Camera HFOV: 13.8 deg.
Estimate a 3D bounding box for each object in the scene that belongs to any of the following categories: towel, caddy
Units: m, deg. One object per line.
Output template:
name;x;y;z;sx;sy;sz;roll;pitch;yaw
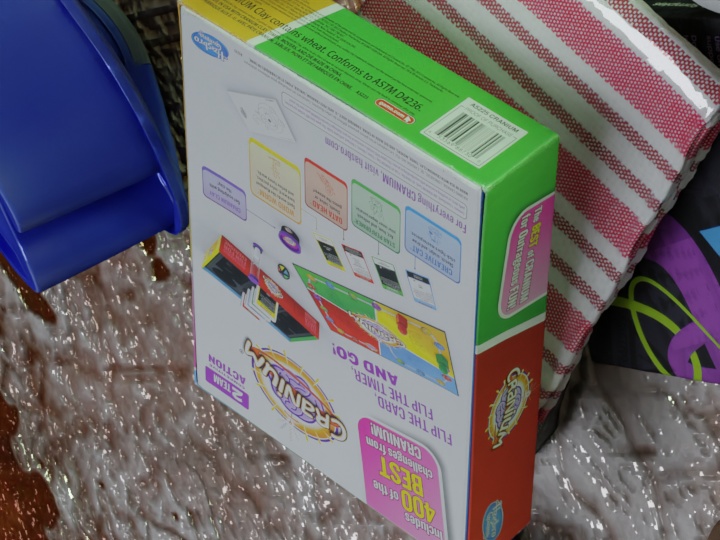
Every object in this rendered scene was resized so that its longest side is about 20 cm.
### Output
towel;0.051;-0.046;1.110;0.146;0.030;0.200;44;135;17
caddy;-0.152;-0.090;1.386;0.200;0.105;0.141;53;166;21

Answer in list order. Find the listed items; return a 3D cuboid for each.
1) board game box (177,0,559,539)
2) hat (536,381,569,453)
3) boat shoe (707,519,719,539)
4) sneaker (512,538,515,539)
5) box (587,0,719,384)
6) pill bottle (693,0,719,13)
board game box;0.000;0.000;1.118;0.153;0.040;0.200;33;142;29
hat;0.000;0.000;1.239;0.200;0.081;0.201;29;129;43
boat shoe;0.191;0.175;1.079;0.075;0.075;0.203;-29;84;50
sneaker;0.022;0.159;1.221;0.077;0.200;0.085;20;116;4
box;0.146;-0.026;1.062;0.200;0.036;0.143;7;113;52
pill bottle;0.188;-0.105;0.887;0.200;0.116;0.116;22;125;47
